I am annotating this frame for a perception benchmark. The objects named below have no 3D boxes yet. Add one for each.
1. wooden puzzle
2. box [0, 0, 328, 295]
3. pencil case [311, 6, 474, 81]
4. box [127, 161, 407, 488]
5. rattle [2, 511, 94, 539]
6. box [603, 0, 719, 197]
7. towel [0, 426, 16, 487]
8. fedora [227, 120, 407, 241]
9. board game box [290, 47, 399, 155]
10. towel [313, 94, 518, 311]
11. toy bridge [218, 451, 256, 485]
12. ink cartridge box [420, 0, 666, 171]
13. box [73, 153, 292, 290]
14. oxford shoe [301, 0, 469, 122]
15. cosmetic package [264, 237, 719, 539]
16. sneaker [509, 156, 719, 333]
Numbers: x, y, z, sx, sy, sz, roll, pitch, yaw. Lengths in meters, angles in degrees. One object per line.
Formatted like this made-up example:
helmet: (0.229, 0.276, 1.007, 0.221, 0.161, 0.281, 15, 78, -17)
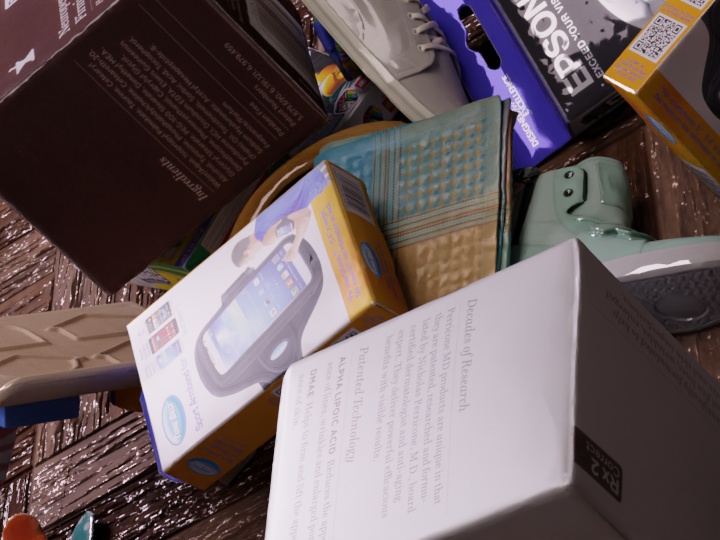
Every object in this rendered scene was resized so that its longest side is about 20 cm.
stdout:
wooden puzzle: (-0.196, 0.065, 1.568, 0.200, 0.185, 0.046, 16, 109, 56)
box: (-0.154, -0.130, 1.580, 0.200, 0.164, 0.166, -38, 30, 13)
pencil case: (0.057, -0.204, 1.613, 0.200, 0.078, 0.087, -25, 5, 14)
box: (-0.066, 0.040, 1.411, 0.200, 0.041, 0.119, -38, 46, 20)
rattle: (-0.187, 0.239, 1.531, 0.130, 0.143, 0.200, -26, 9, -24)
box: (0.244, -0.147, 1.347, 0.200, 0.119, 0.041, -49, 35, 1)
towel: (-0.258, 0.194, 1.538, 0.146, 0.030, 0.201, -91, 13, -76)
fedora: (0.000, 0.000, 1.508, 0.200, 0.082, 0.201, -21, 50, 27)
board game box: (-0.065, -0.067, 1.685, 0.200, 0.035, 0.126, -54, 34, -7)
towel: (0.027, 0.000, 1.411, 0.146, 0.022, 0.201, -13, 59, 31)
toy bridge: (-0.119, 0.078, 1.613, 0.067, 0.027, 0.200, -48, 34, -4)
ink cartridge box: (0.128, -0.195, 1.509, 0.200, 0.043, 0.198, -36, 69, 19)
box: (-0.138, -0.047, 1.676, 0.200, 0.048, 0.118, 6, 61, 54)
oxford shoe: (0.030, -0.146, 1.536, 0.058, 0.075, 0.200, -44, 67, 11)
cosmetic package: (0.077, 0.121, 1.234, 0.200, 0.165, 0.165, -25, 41, 29)
sneaker: (0.153, -0.024, 1.364, 0.200, 0.074, 0.119, -12, 55, 45)
